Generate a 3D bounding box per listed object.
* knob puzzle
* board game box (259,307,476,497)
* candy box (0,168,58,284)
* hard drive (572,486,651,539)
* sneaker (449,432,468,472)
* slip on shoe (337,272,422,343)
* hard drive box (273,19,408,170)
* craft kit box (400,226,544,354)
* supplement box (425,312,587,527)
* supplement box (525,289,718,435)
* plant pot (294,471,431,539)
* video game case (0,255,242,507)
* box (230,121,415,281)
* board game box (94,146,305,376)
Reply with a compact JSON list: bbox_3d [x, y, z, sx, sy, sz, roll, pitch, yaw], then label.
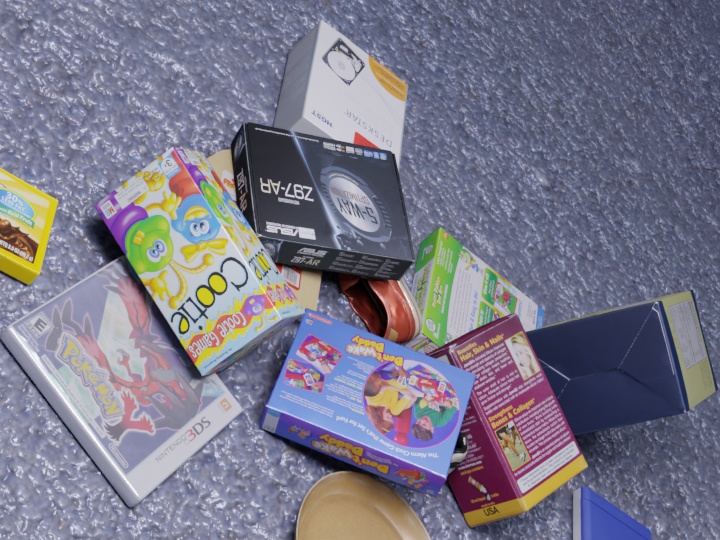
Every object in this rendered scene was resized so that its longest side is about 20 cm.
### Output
[{"bbox_3d":[-0.119,-0.056,1.513,0.218,0.030,0.221,28,43,-29],"label":"knob puzzle"},{"bbox_3d":[0.010,0.137,1.398,0.198,0.045,0.135,22,52,1],"label":"board game box"},{"bbox_3d":[-0.381,-0.074,1.242,0.199,0.026,0.103,31,38,-28],"label":"candy box"},{"bbox_3d":[0.312,0.380,1.634,0.131,0.025,0.201,35,39,-24],"label":"hard drive"},{"bbox_3d":[0.037,0.150,1.468,0.200,0.088,0.076,41,39,-14],"label":"sneaker"},{"bbox_3d":[0.000,0.000,1.570,0.061,0.074,0.201,-23,79,-38],"label":"slip on shoe"},{"bbox_3d":[-0.024,-0.196,1.697,0.155,0.077,0.201,33,41,-25],"label":"hard drive box"},{"bbox_3d":[0.147,0.073,1.692,0.197,0.048,0.201,40,38,-21],"label":"craft kit box"},{"bbox_3d":[0.152,0.171,1.529,0.130,0.103,0.202,-22,87,-42],"label":"supplement box"},{"bbox_3d":[0.318,0.117,1.659,0.199,0.198,0.136,-7,83,-63],"label":"supplement box"},{"bbox_3d":[0.006,0.303,1.358,0.199,0.027,0.202,28,43,-29],"label":"plant pot"},{"bbox_3d":[-0.223,0.100,1.276,0.201,0.023,0.182,52,36,-1],"label":"video game case"},{"bbox_3d":[-0.044,-0.078,1.513,0.198,0.044,0.162,9,53,-26],"label":"box"},{"bbox_3d":[-0.160,-0.010,1.341,0.201,0.104,0.103,56,9,5],"label":"board game box"}]
